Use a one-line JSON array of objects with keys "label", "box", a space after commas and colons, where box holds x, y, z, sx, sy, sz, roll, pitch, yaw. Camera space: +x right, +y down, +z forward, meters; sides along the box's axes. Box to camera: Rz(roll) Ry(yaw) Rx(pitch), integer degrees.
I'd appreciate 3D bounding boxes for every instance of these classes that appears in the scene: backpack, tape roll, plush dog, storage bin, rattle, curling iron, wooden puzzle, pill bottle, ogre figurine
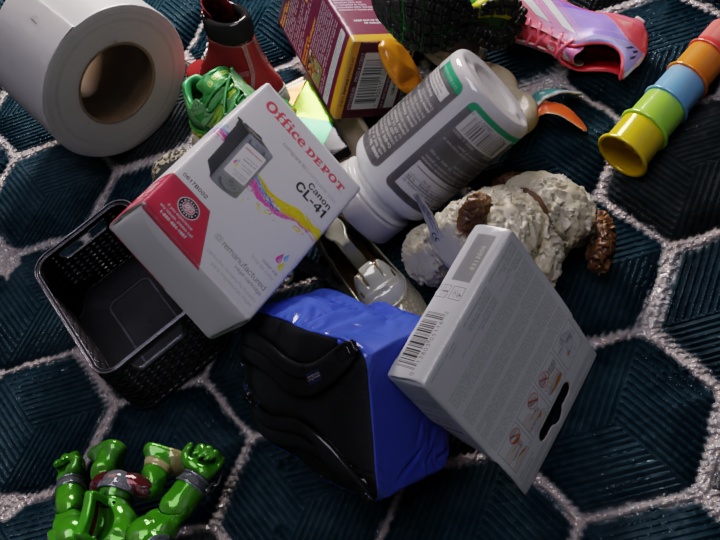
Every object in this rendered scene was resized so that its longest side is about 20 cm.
[{"label": "backpack", "box": [-0.010, 0.105, 0.994, 0.167, 0.164, 0.199, -14, 19, -42]}, {"label": "tape roll", "box": [-0.339, -0.262, 1.328, 0.203, 0.203, 0.139, -44, 56, -10]}, {"label": "plush dog", "box": [0.157, -0.043, 1.054, 0.171, 0.161, 0.200, -29, 50, -30]}, {"label": "storage bin", "box": [-0.254, 0.036, 1.174, 0.135, 0.094, 0.200, -39, 53, -6]}, {"label": "rattle", "box": [0.140, -0.209, 1.159, 0.199, 0.144, 0.130, 9, 44, 31]}, {"label": "curling iron", "box": [-0.107, -0.046, 1.106, 0.050, 0.200, 0.026, -42, 28, 17]}, {"label": "wooden puzzle", "box": [-0.095, -0.151, 1.268, 0.199, 0.037, 0.186, -30, 54, 1]}, {"label": "pill bottle", "box": [0.067, -0.125, 1.110, 0.200, 0.113, 0.114, -39, 50, 23]}, {"label": "ogre figurine", "box": [-0.237, 0.229, 1.045, 0.198, 0.099, 0.120, 8, 50, 12]}]

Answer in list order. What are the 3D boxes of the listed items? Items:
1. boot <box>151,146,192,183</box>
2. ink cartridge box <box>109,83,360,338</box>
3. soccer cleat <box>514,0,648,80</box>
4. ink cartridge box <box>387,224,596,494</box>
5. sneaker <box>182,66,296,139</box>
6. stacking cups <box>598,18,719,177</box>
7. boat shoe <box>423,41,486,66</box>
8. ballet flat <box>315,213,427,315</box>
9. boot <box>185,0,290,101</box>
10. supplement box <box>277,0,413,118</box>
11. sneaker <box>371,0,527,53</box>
[{"label": "boot", "box": [-0.144, -0.097, 1.177, 0.202, 0.074, 0.154, -13, 31, -2]}, {"label": "ink cartridge box", "box": [-0.115, -0.059, 1.010, 0.085, 0.148, 0.200, -25, 22, 53]}, {"label": "soccer cleat", "box": [0.226, -0.266, 1.203, 0.199, 0.067, 0.077, 18, 57, 24]}, {"label": "ink cartridge box", "box": [0.126, 0.082, 0.948, 0.047, 0.200, 0.161, 12, 62, 45]}, {"label": "sneaker", "box": [-0.149, -0.185, 1.201, 0.074, 0.084, 0.199, -41, 33, -25]}, {"label": "stacking cups", "box": [0.330, -0.191, 1.123, 0.060, 0.061, 0.200, 29, 71, 32]}, {"label": "boat shoe", "box": [0.069, -0.304, 1.286, 0.072, 0.065, 0.200, -44, 55, -10]}, {"label": "ballet flat", "box": [0.000, 0.000, 1.121, 0.067, 0.062, 0.200, -39, 54, -5]}, {"label": "boot", "box": [-0.173, -0.272, 1.286, 0.072, 0.145, 0.199, -40, 34, -20]}, {"label": "supplement box", "box": [-0.020, -0.287, 1.266, 0.085, 0.111, 0.201, -7, 49, -26]}, {"label": "sneaker", "box": [0.087, -0.285, 1.163, 0.085, 0.199, 0.079, 43, 122, 39]}]
